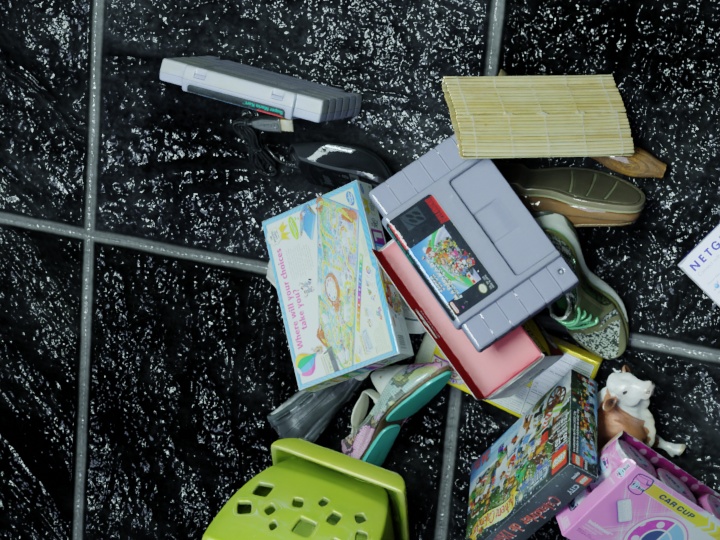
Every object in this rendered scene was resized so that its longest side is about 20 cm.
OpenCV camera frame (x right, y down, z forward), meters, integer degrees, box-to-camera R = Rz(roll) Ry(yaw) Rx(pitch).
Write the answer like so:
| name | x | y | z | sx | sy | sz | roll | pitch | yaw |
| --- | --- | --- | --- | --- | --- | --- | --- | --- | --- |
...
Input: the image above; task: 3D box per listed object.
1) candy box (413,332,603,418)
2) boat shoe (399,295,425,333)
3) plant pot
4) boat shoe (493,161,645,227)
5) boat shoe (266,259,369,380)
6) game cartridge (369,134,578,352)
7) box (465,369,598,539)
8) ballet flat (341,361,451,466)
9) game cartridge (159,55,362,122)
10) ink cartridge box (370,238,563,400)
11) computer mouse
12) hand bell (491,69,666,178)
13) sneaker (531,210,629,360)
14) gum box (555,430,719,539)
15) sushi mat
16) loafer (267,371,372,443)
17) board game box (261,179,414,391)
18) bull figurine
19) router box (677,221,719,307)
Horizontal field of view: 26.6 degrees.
| name | x | y | z | sx | sy | sz | roll | pitch | yaw |
| --- | --- | --- | --- | --- | --- | --- | --- | --- | --- |
| candy box | 0.166 | 0.105 | 1.728 | 0.199 | 0.026 | 0.103 | 25 | 113 | 15 |
| boat shoe | 0.000 | 0.000 | 1.744 | 0.200 | 0.074 | 0.066 | 31 | 115 | 12 |
| plant pot | -0.048 | 0.319 | 1.758 | 0.198 | 0.182 | 0.200 | 17 | 144 | 18 |
| boat shoe | 0.209 | -0.070 | 1.652 | 0.199 | 0.072 | 0.068 | 11 | 122 | 19 |
| boat shoe | -0.052 | 0.056 | 1.746 | 0.200 | 0.071 | 0.070 | 39 | 104 | 39 |
| game cartridge | 0.113 | -0.031 | 1.552 | 0.129 | 0.038 | 0.200 | -33 | 78 | -8 |
| box | 0.186 | 0.218 | 1.662 | 0.038 | 0.137 | 0.200 | 27 | 130 | -15 |
| ballet flat | 0.030 | 0.158 | 1.767 | 0.071 | 0.069 | 0.200 | 53 | 128 | 26 |
| game cartridge | -0.112 | -0.203 | 1.710 | 0.199 | 0.130 | 0.039 | 17 | 109 | 18 |
| ink cartridge box | 0.116 | 0.036 | 1.629 | 0.084 | 0.176 | 0.200 | -38 | 78 | 12 |
| computer mouse | -0.046 | -0.138 | 1.711 | 0.199 | 0.141 | 0.046 | 15 | 69 | 22 |
| hand bell | 0.229 | -0.135 | 1.624 | 0.199 | 0.104 | 0.105 | 18 | 109 | 5 |
| sneaker | 0.221 | 0.036 | 1.632 | 0.077 | 0.089 | 0.200 | -20 | 121 | 33 |
| gum box | 0.308 | 0.265 | 1.630 | 0.200 | 0.066 | 0.114 | 33 | 112 | -25 |
| sushi mat | 0.186 | -0.160 | 1.579 | 0.012 | 0.199 | 0.096 | 122 | 141 | -60 |
| loafer | -0.040 | 0.131 | 1.794 | 0.070 | 0.068 | 0.201 | 39 | 116 | 1 |
| board game box | -0.027 | 0.018 | 1.679 | 0.134 | 0.034 | 0.201 | -21 | 73 | 28 |
| bull figurine | 0.280 | 0.199 | 1.680 | 0.121 | 0.065 | 0.200 | 38 | 118 | 0 |
| router box | 0.462 | -0.014 | 1.568 | 0.179 | 0.049 | 0.200 | 45 | 114 | 7 |
